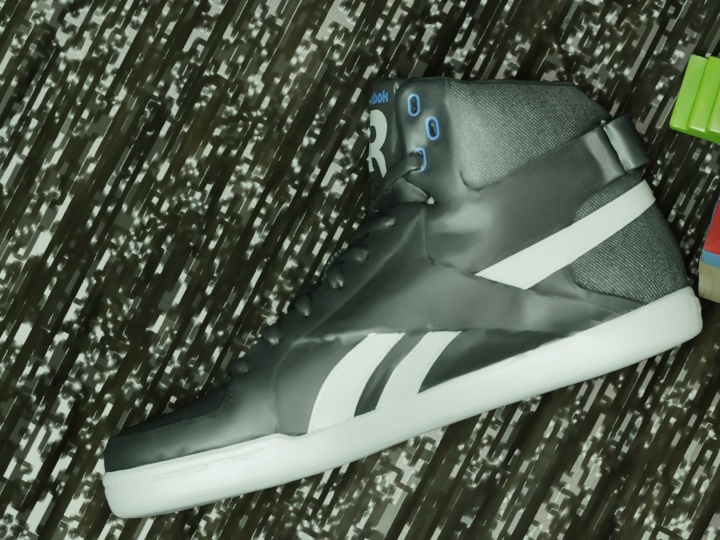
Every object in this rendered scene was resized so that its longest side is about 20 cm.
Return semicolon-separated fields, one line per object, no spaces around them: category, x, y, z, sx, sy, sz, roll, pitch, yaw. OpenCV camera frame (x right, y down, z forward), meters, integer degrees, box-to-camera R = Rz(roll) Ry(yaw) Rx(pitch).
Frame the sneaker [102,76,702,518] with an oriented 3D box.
sneaker;0.000;0.000;0.961;0.199;0.073;0.113;-18;88;-10

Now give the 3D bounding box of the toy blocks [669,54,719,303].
toy blocks;0.148;-0.065;0.916;0.099;0.137;0.201;17;84;8
